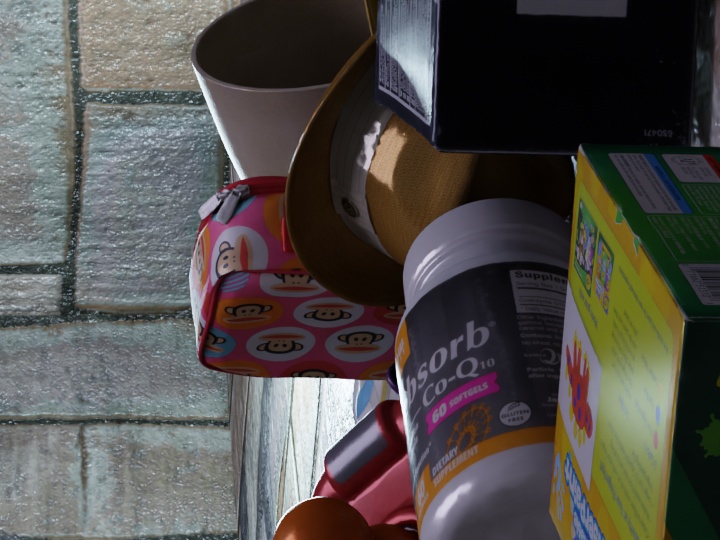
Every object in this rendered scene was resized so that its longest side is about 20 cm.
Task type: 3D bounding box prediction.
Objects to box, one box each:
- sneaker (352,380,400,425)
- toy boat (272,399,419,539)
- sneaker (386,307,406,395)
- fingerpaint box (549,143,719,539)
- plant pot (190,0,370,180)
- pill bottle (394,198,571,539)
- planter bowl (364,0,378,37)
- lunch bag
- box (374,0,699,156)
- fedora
[{"bbox_3d":[0.038,0.071,1.775,0.081,0.076,0.201,-116,24,-67],"label":"sneaker"},{"bbox_3d":[0.011,0.153,1.349,0.130,0.130,0.200,-43,45,31],"label":"toy boat"},{"bbox_3d":[0.055,0.075,1.570,0.200,0.087,0.075,98,169,-50],"label":"sneaker"},{"bbox_3d":[0.129,0.060,1.004,0.200,0.073,0.167,-107,20,-70],"label":"fingerpaint box"},{"bbox_3d":[-0.006,-0.078,1.825,0.187,0.187,0.201,-103,1,-62],"label":"plant pot"},{"bbox_3d":[0.076,0.064,1.272,0.200,0.116,0.117,-98,11,-48],"label":"pill bottle"},{"bbox_3d":[0.046,-0.187,1.538,0.200,0.083,0.201,-10,-90,-85],"label":"planter bowl"},{"bbox_3d":[0.000,0.000,1.563,0.176,0.199,0.082,111,157,-64],"label":"lunch bag"},{"bbox_3d":[0.080,-0.163,1.206,0.198,0.123,0.201,-129,41,-77],"label":"box"},{"bbox_3d":[0.054,-0.050,1.378,0.082,0.200,0.201,41,140,39],"label":"fedora"}]
